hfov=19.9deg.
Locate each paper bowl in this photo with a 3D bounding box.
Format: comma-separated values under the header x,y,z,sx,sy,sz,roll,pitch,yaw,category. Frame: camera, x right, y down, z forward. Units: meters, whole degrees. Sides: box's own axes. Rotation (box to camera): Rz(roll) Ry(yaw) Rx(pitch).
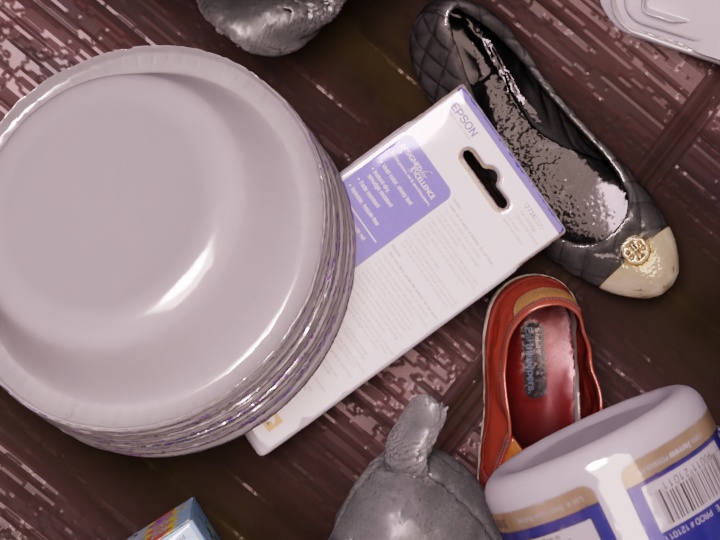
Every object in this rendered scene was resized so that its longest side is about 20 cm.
x,y,z,sx,sy,sz,roll,pitch,yaw,category
-0.109,-0.016,1.015,0.199,0.104,0.202,-5,70,14,paper bowl

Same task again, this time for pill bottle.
x,y,z,sx,sy,sz,roll,pitch,yaw,category
0.148,0.166,0.967,0.115,0.116,0.201,-25,90,-4,pill bottle

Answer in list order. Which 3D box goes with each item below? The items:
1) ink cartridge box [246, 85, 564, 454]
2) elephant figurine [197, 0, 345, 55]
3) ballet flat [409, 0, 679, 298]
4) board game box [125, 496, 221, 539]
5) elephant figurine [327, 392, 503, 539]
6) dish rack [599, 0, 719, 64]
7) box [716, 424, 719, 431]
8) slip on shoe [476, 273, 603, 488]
x,y,z,sx,sy,sz,roll,pitch,yaw,category
0.000,0.000,1.078,0.199,0.037,0.095,-36,92,5,ink cartridge box
-0.033,-0.183,1.031,0.199,0.142,0.156,29,86,-2,elephant figurine
0.096,-0.061,1.091,0.066,0.057,0.200,-43,93,-4,ballet flat
-0.076,0.233,1.054,0.103,0.105,0.201,-32,92,-3,board game box
0.067,0.188,1.045,0.199,0.155,0.142,36,78,8,elephant figurine
0.223,-0.189,1.059,0.170,0.044,0.201,18,118,3,dish rack
0.248,0.120,1.061,0.198,0.110,0.035,18,90,6,box
0.099,0.103,1.091,0.073,0.061,0.202,-4,92,-7,slip on shoe
